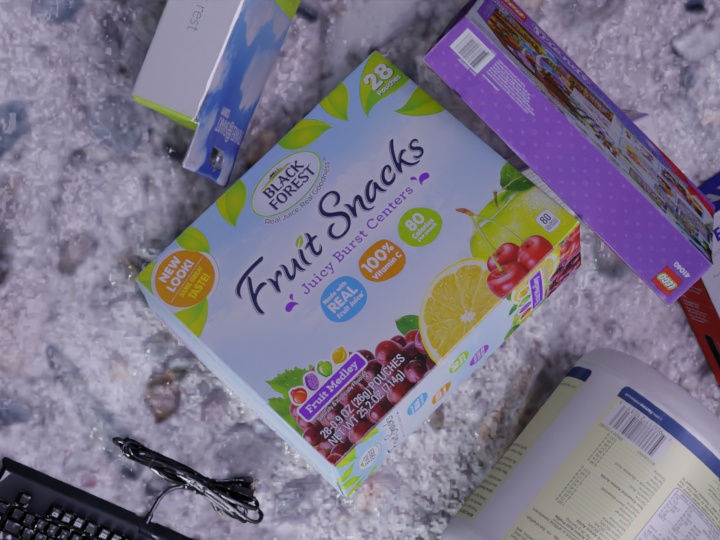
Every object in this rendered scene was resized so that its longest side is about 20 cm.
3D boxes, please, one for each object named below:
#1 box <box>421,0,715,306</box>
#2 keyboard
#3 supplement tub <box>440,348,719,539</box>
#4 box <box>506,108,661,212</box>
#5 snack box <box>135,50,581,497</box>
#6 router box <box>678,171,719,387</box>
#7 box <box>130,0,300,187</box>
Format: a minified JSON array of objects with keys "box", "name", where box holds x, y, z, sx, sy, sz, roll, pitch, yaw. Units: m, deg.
[{"box":[0.126,-0.078,1.280,0.200,0.137,0.039,45,109,-4],"name":"box"},{"box":[-0.132,0.163,1.306,0.200,0.021,0.127,28,88,-28],"name":"keyboard"},{"box":[0.141,0.165,1.363,0.145,0.145,0.200,43,81,-25],"name":"supplement tub"},{"box":[0.097,-0.047,1.359,0.200,0.039,0.042,-25,108,-19],"name":"box"},{"box":[0.000,0.000,1.257,0.200,0.169,0.068,-43,159,-12],"name":"snack box"},{"box":[0.310,-0.006,1.461,0.200,0.049,0.180,-35,113,-15],"name":"router box"},{"box":[-0.068,-0.152,1.218,0.048,0.122,0.201,22,90,9],"name":"box"}]
